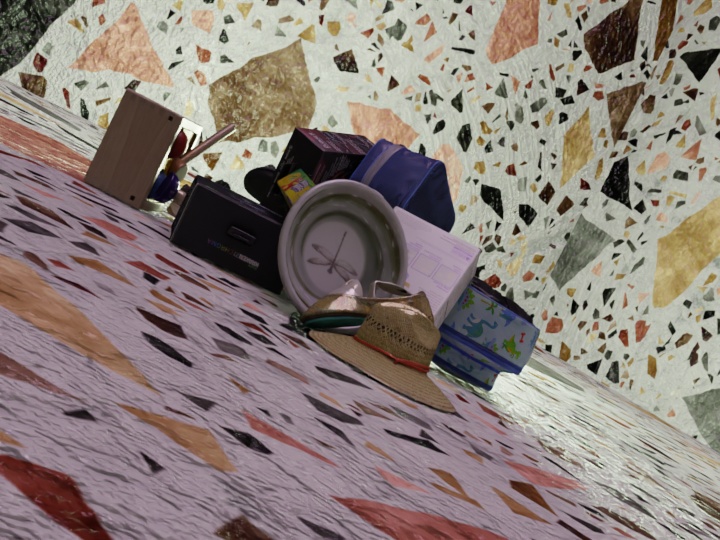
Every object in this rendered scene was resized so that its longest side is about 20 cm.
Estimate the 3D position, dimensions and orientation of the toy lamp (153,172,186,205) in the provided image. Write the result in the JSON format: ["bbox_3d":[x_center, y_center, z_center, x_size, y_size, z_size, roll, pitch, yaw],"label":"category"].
[{"bbox_3d":[-0.224,-0.076,1.728,0.199,0.059,0.058,38,-1,-23],"label":"toy lamp"}]

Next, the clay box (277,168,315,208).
[{"bbox_3d":[-0.062,-0.069,1.585,0.116,0.047,0.200,63,-5,-19],"label":"clay box"}]

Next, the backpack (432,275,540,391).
[{"bbox_3d":[0.174,0.094,1.697,0.181,0.148,0.200,29,-1,-8],"label":"backpack"}]

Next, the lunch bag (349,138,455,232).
[{"bbox_3d":[0.058,-0.102,1.770,0.131,0.136,0.201,27,-26,28],"label":"lunch bag"}]

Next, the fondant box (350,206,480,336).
[{"bbox_3d":[0.060,0.019,1.562,0.143,0.201,0.059,28,-36,15],"label":"fondant box"}]

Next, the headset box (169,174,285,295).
[{"bbox_3d":[-0.178,-0.054,1.598,0.172,0.094,0.200,27,4,-11],"label":"headset box"}]

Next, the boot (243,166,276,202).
[{"bbox_3d":[-0.152,-0.103,1.864,0.163,0.066,0.200,24,24,7],"label":"boot"}]

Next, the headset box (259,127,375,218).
[{"bbox_3d":[-0.062,-0.140,1.767,0.075,0.150,0.199,40,25,29],"label":"headset box"}]

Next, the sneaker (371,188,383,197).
[{"bbox_3d":[-0.017,-0.086,1.626,0.105,0.076,0.200,43,-14,17],"label":"sneaker"}]

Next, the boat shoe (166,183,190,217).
[{"bbox_3d":[-0.219,-0.074,1.823,0.198,0.065,0.072,28,1,1],"label":"boat shoe"}]

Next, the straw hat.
[{"bbox_3d":[0.044,0.083,1.328,0.199,0.086,0.201,27,3,-1],"label":"straw hat"}]

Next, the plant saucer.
[{"bbox_3d":[-0.030,-0.017,1.472,0.198,0.203,0.050,25,-16,-29],"label":"plant saucer"}]

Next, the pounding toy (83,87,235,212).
[{"bbox_3d":[-0.316,-0.190,1.787,0.141,0.186,0.200,27,3,3],"label":"pounding toy"}]

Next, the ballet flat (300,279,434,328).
[{"bbox_3d":[0.008,0.044,1.425,0.198,0.072,0.071,6,14,-32],"label":"ballet flat"}]
